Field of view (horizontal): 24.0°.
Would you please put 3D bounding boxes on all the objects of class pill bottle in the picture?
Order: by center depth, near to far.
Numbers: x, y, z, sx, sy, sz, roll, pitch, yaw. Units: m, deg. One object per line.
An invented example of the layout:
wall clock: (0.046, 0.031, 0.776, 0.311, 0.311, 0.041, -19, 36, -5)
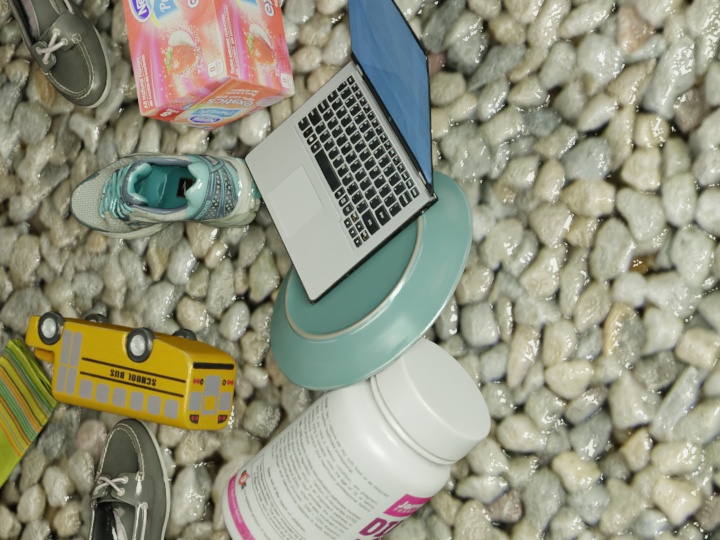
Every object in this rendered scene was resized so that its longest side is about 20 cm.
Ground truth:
pill bottle: (-0.003, 0.147, 1.292, 0.200, 0.113, 0.114, -43, 63, 25)

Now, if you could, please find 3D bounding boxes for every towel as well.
towel: (-0.355, 0.165, 1.598, 0.086, 0.018, 0.200, 48, 112, 29)

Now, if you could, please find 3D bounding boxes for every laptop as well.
laptop: (-0.024, -0.119, 1.295, 0.200, 0.116, 0.188, -40, 44, 13)

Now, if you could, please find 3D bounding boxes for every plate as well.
plate: (0.000, 0.000, 1.300, 0.200, 0.026, 0.201, -29, 40, 28)

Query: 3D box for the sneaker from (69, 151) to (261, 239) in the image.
sneaker: (-0.184, -0.073, 1.457, 0.199, 0.086, 0.078, -5, 81, 35)

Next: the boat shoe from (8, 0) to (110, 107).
boat shoe: (-0.293, -0.235, 1.559, 0.067, 0.057, 0.201, -38, 65, 26)

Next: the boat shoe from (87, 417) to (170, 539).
boat shoe: (-0.205, 0.227, 1.461, 0.067, 0.057, 0.202, -7, 82, 34)

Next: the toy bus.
toy bus: (-0.203, 0.084, 1.469, 0.199, 0.065, 0.079, 8, 91, 35)

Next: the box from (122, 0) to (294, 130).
box: (-0.137, -0.232, 1.434, 0.102, 0.094, 0.201, -18, 75, 33)
